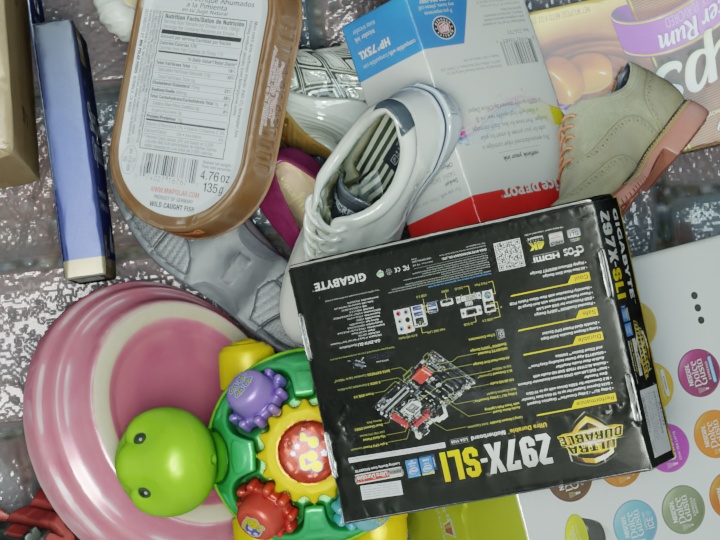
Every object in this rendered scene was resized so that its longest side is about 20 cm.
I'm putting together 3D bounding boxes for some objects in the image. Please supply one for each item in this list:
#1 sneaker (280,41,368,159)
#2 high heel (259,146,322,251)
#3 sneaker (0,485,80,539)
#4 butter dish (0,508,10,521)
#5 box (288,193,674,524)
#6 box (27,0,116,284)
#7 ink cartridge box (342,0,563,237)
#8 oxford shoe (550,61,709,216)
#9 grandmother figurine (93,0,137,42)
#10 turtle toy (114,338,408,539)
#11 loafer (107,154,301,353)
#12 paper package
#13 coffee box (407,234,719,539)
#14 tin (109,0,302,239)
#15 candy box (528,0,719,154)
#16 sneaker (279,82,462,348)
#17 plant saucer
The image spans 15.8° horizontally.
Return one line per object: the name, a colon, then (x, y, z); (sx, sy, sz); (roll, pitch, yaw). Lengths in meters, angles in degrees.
sneaker: (-0.029, -0.123, 1.760); (0.200, 0.076, 0.088); (23, 65, 0)
high heel: (0.000, 0.000, 1.735); (0.200, 0.096, 0.067); (42, 86, -1)
sneaker: (-0.181, 0.176, 1.716); (0.200, 0.071, 0.098); (-42, 125, -37)
butter dish: (-0.337, 0.226, 1.687); (0.200, 0.148, 0.200); (22, 87, -2)
box: (0.068, 0.053, 1.517); (0.200, 0.049, 0.160); (-13, 92, 23)
box: (-0.191, -0.093, 1.716); (0.032, 0.121, 0.201); (-9, 89, -2)
ink cartridge box: (0.077, -0.083, 1.697); (0.116, 0.067, 0.200); (-12, 82, -45)
oxford shoe: (0.148, -0.065, 1.675); (0.074, 0.071, 0.200); (42, 46, 4)
grandmother figurine: (-0.144, -0.253, 1.756); (0.121, 0.061, 0.201); (8, 85, 6)
turtle toy: (-0.053, 0.114, 1.620); (0.199, 0.101, 0.146); (-6, 89, 1)
loafer: (-0.094, -0.011, 1.752); (0.200, 0.063, 0.072); (44, 85, 8)
paper package: (-0.271, -0.148, 1.674); (0.103, 0.200, 0.191); (-4, 88, -3)
coffee box: (0.140, 0.104, 1.665); (0.197, 0.200, 0.200); (-14, 88, -21)
tin: (-0.102, -0.121, 1.695); (0.112, 0.042, 0.201); (9, 88, 22)
candy box: (0.206, -0.135, 1.770); (0.199, 0.056, 0.117); (-12, 90, -2)
sneaker: (-0.010, -0.034, 1.648); (0.073, 0.071, 0.200); (40, 118, 28)
plant saucer: (-0.123, 0.099, 1.695); (0.200, 0.051, 0.201); (16, 62, -32)
